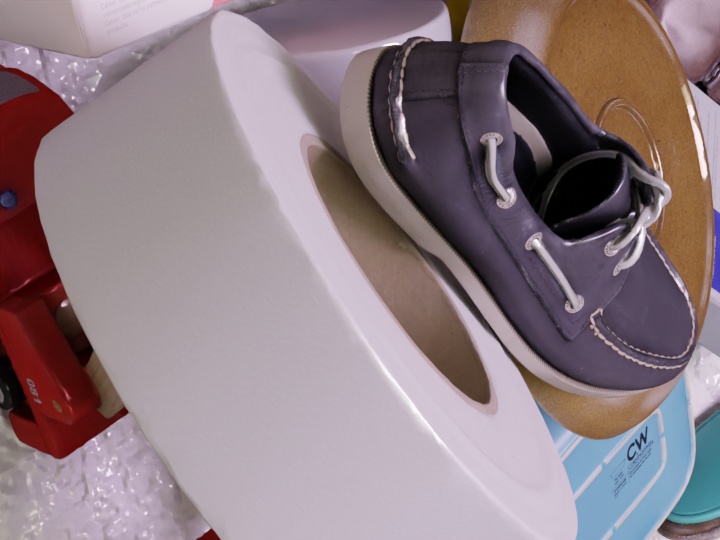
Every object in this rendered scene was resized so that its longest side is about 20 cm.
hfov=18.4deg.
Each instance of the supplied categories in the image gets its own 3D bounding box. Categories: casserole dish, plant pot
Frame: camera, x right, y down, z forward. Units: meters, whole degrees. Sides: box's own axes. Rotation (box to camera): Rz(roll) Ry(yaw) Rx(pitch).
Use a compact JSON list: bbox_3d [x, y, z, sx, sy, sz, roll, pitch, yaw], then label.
[{"bbox_3d":[0.096,0.097,0.997,0.200,0.039,0.122,-43,134,-38],"label":"casserole dish"},{"bbox_3d":[0.097,-0.035,0.881,0.200,0.027,0.201,22,64,-56],"label":"plant pot"}]

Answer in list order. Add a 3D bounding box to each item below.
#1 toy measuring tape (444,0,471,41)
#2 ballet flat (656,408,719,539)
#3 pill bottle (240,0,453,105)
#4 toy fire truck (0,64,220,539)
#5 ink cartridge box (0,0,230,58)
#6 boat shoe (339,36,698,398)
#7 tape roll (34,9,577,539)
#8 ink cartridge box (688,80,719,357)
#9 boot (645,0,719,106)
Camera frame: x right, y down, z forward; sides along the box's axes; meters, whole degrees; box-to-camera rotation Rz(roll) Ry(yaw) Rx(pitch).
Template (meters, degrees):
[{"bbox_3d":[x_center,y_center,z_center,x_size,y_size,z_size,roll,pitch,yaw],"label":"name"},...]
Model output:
[{"bbox_3d":[0.058,-0.017,0.936,0.073,0.073,0.201,-19,112,-37],"label":"toy measuring tape"},{"bbox_3d":[0.220,0.082,1.110,0.200,0.068,0.067,-42,132,-24],"label":"ballet flat"},{"bbox_3d":[0.000,0.000,0.861,0.115,0.115,0.201,-24,115,-35],"label":"pill bottle"},{"bbox_3d":[-0.085,0.027,0.775,0.049,0.141,0.201,-35,122,-30],"label":"toy fire truck"},{"bbox_3d":[-0.089,-0.189,0.770,0.116,0.067,0.201,-28,119,-34],"label":"ink cartridge box"},{"bbox_3d":[0.072,-0.014,0.757,0.200,0.062,0.073,40,50,-42],"label":"boat shoe"},{"bbox_3d":[-0.014,0.019,0.702,0.071,0.203,0.202,-35,129,11],"label":"tape roll"},{"bbox_3d":[0.143,-0.032,1.011,0.200,0.039,0.100,33,56,-42],"label":"ink cartridge box"},{"bbox_3d":[0.213,-0.149,1.061,0.200,0.072,0.167,22,97,-43],"label":"boot"}]
